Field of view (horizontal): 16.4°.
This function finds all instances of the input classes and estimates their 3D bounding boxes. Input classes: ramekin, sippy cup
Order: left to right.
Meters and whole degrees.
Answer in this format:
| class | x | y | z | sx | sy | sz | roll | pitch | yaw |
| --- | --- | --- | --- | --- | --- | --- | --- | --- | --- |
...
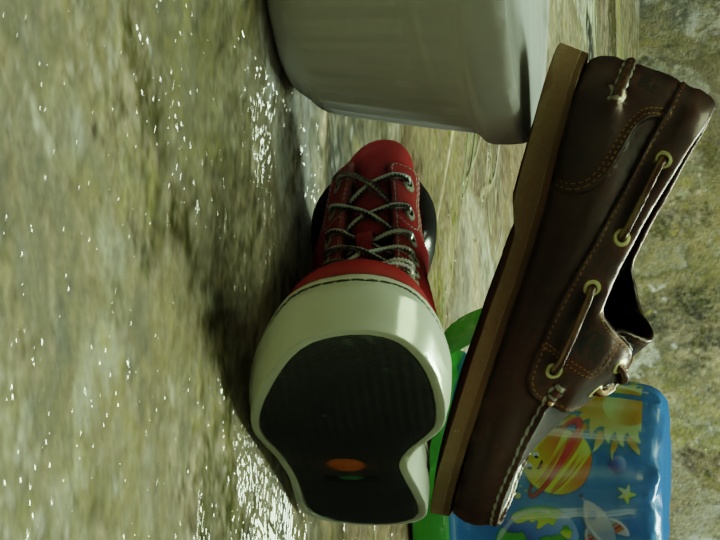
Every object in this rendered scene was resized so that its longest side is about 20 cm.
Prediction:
| class | x | y | z | sx | sy | sz | roll | pitch | yaw |
| --- | --- | --- | --- | --- | --- | --- | --- | --- | --- |
| ramekin | 0.021 | -0.148 | 0.972 | 0.202 | 0.094 | 0.204 | 0 | 90 | -80 |
| sippy cup | 0.099 | 0.109 | 1.328 | 0.178 | 0.129 | 0.140 | 71 | 21 | -61 |

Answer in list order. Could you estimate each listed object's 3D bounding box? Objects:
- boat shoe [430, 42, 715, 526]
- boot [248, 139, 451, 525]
| class | x | y | z | sx | sy | sz | roll | pitch | yaw |
| --- | --- | --- | --- | --- | --- | --- | --- | --- | --- |
| boat shoe | 0.080 | 0.015 | 0.965 | 0.070 | 0.070 | 0.201 | -65 | 171 | -67 |
| boot | 0.000 | 0.000 | 0.936 | 0.200 | 0.072 | 0.145 | 87 | 6 | -69 |
